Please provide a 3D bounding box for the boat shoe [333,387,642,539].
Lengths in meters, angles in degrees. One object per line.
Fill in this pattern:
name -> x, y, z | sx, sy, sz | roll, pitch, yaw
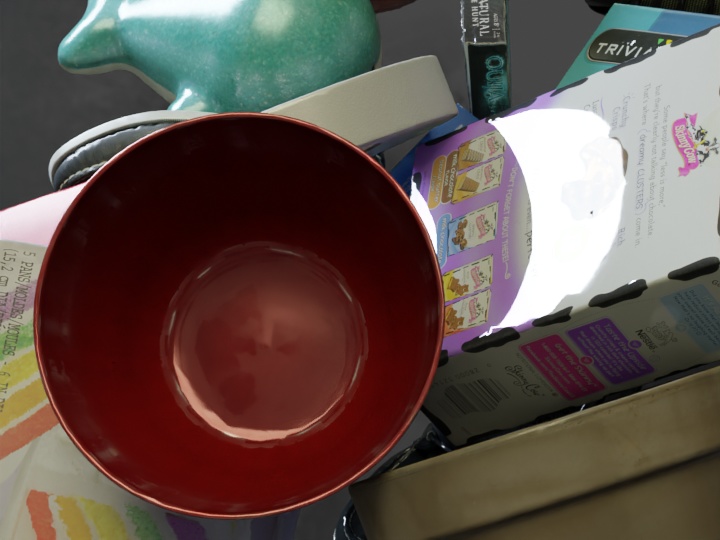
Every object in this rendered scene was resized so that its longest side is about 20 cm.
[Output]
boat shoe -> 0.069, 0.095, 1.546 | 0.199, 0.066, 0.075 | -25, 52, -14

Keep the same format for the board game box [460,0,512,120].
board game box -> 0.076, -0.163, 1.710 | 0.028, 0.135, 0.200 | -3, 51, 4

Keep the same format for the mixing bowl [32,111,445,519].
mixing bowl -> -0.054, 0.029, 1.415 | 0.200, 0.108, 0.200 | -1, 81, 6

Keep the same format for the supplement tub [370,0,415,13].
supplement tub -> -0.001, -0.261, 1.756 | 0.107, 0.200, 0.107 | -3, 50, 4

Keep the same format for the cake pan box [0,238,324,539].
cake pan box -> -0.118, 0.087, 1.494 | 0.184, 0.052, 0.200 | 10, 76, 8

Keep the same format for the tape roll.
tape roll -> -0.045, -0.064, 1.548 | 0.203, 0.203, 0.037 | -22, 90, -11

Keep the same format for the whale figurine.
whale figurine -> -0.087, -0.149, 1.736 | 0.200, 0.104, 0.159 | 13, 54, 16

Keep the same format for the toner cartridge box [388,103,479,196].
toner cartridge box -> 0.000, 0.000, 1.608 | 0.043, 0.095, 0.200 | 40, 62, 8

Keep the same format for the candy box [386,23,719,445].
candy box -> 0.121, -0.018, 1.469 | 0.200, 0.072, 0.168 | -20, 42, 30

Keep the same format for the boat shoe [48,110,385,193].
boat shoe -> -0.085, -0.054, 1.678 | 0.200, 0.076, 0.060 | -9, 50, 4

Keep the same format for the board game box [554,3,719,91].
board game box -> 0.151, -0.054, 1.578 | 0.151, 0.047, 0.200 | 14, 64, 50

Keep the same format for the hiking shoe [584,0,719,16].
hiking shoe -> 0.185, -0.169, 1.724 | 0.200, 0.076, 0.101 | 26, 31, 35

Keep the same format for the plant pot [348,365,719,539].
plant pot -> 0.113, 0.158, 1.411 | 0.200, 0.200, 0.174 | -16, 86, -7

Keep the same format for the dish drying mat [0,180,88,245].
dish drying mat -> -0.204, -0.003, 1.653 | 0.200, 0.018, 0.077 | -18, 49, 13
